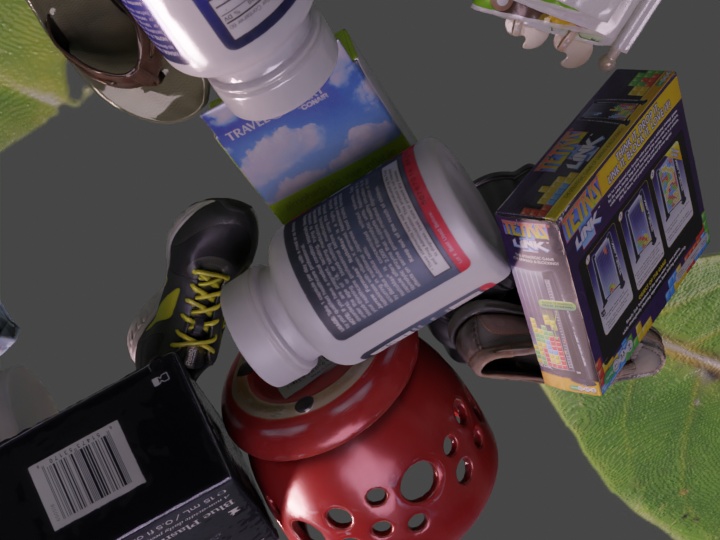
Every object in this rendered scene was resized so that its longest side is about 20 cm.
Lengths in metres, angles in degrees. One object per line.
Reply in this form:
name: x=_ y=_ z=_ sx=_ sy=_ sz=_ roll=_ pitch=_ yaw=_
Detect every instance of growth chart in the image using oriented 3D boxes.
growth chart: x=0.146 y=-0.226 z=1.036 sx=0.199 sy=0.018 sz=0.145 roll=22 pitch=123 yaw=-30

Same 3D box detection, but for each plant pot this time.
plant pot: x=-0.007 y=0.126 z=1.196 sx=0.199 sy=0.201 sz=0.183 roll=-25 pitch=123 yaw=8

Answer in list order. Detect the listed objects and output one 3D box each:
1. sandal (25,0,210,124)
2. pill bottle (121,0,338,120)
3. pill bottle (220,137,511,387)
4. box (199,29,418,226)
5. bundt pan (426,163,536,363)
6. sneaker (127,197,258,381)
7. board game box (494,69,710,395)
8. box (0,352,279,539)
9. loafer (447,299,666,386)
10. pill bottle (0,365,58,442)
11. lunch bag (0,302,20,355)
sandal: x=-0.177 y=-0.160 z=0.977 sx=0.079 sy=0.058 sz=0.201 roll=-30 pitch=138 yaw=13
pill bottle: x=-0.098 y=-0.197 z=0.927 sx=0.119 sy=0.120 sz=0.200 roll=-27 pitch=132 yaw=10
pill bottle: x=0.000 y=0.000 z=1.066 sx=0.199 sy=0.120 sz=0.120 roll=-31 pitch=132 yaw=14
box: x=-0.025 y=-0.092 z=1.087 sx=0.121 sy=0.048 sz=0.200 roll=-28 pitch=134 yaw=10
bundt pan: x=0.141 y=0.012 z=1.209 sx=0.200 sy=0.076 sz=0.203 roll=-8 pitch=132 yaw=-9
sneaker: x=-0.128 y=0.031 z=1.146 sx=0.074 sy=0.085 sz=0.201 roll=9 pitch=130 yaw=-24
board game box: x=0.191 y=-0.032 z=1.095 sx=0.056 sy=0.200 sz=0.166 roll=8 pitch=132 yaw=39
box: x=-0.187 y=0.187 z=1.128 sx=0.196 sy=0.118 sz=0.200 roll=-28 pitch=156 yaw=-4
loafer: x=0.167 y=0.073 z=1.174 sx=0.199 sy=0.063 sz=0.072 roll=9 pitch=128 yaw=-22
pill bottle: x=-0.352 y=0.161 z=1.184 sx=0.199 sy=0.115 sz=0.114 roll=-24 pitch=133 yaw=8
lunch bag: x=-0.380 y=0.032 z=1.057 sx=0.169 sy=0.127 sz=0.200 roll=-36 pitch=120 yaw=15
